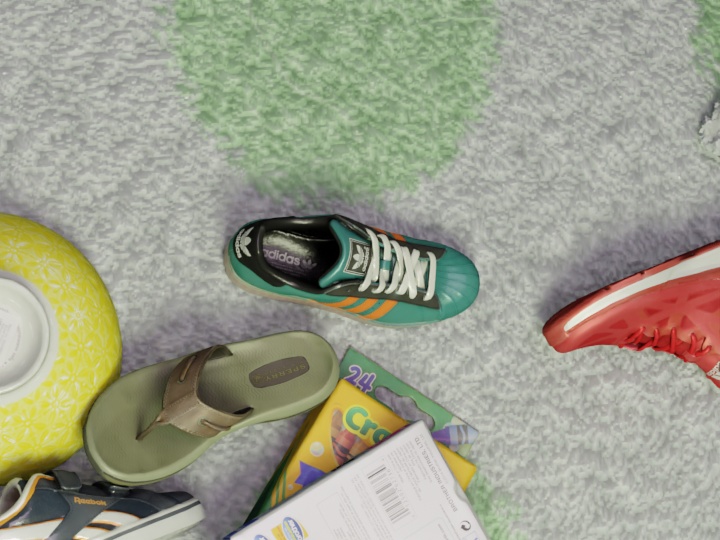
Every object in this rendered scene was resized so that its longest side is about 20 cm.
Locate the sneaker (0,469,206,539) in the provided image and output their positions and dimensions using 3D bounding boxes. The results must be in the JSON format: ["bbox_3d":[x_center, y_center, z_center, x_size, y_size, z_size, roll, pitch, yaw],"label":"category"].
[{"bbox_3d":[-0.201,0.174,1.319,0.199,0.078,0.080,-15,77,-39],"label":"sneaker"}]

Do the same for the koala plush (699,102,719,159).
[{"bbox_3d":[0.380,-0.130,1.481,0.176,0.184,0.201,30,118,-5],"label":"koala plush"}]

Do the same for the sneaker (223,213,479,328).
[{"bbox_3d":[0.000,0.000,1.406,0.198,0.080,0.072,7,81,-13],"label":"sneaker"}]

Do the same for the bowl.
[{"bbox_3d":[-0.260,0.050,1.324,0.198,0.108,0.202,2,82,-14],"label":"bowl"}]

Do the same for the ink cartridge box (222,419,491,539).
[{"bbox_3d":[-0.012,0.207,1.345,0.199,0.042,0.120,-30,91,-18],"label":"ink cartridge box"}]

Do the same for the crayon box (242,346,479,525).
[{"bbox_3d":[-0.003,0.171,1.399,0.125,0.052,0.201,33,76,-8],"label":"crayon box"}]

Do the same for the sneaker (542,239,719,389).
[{"bbox_3d":[0.246,0.051,1.462,0.198,0.078,0.116,-22,87,-14],"label":"sneaker"}]

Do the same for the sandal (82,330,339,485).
[{"bbox_3d":[-0.106,0.085,1.341,0.200,0.057,0.080,-23,74,-21],"label":"sandal"}]
